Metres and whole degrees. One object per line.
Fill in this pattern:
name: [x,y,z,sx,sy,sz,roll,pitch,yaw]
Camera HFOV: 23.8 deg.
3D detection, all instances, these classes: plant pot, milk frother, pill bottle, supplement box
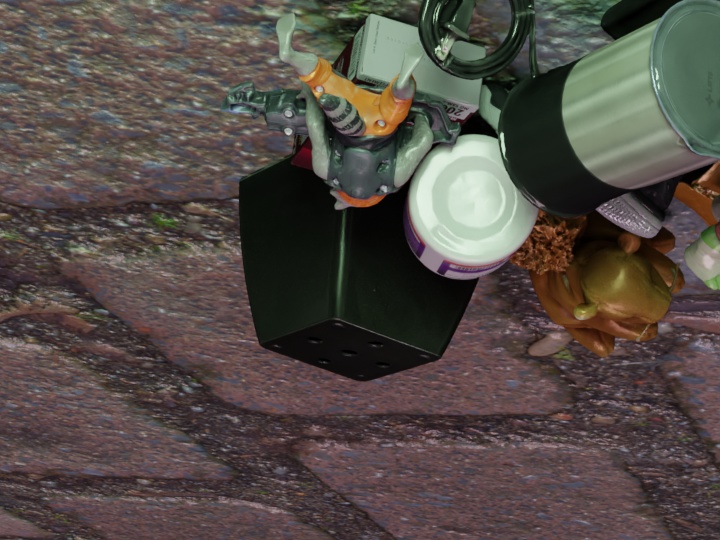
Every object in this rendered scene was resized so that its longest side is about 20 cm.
plant pot: [0.000,0.000,1.683,0.200,0.178,0.199,21,155,-32]
milk frother: [0.166,-0.153,1.246,0.199,0.181,0.188,12,162,-28]
pill bottle: [0.094,-0.051,1.516,0.111,0.112,0.200,8,175,0]
supplement box: [0.020,-0.140,1.482,0.108,0.061,0.200,15,158,-14]

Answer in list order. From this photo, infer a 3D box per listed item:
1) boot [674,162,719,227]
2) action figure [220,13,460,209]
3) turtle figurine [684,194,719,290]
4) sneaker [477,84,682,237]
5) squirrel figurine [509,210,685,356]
boot: [0.333,-0.060,1.586,0.144,0.071,0.201,19,151,-15]
action figure: [-0.026,-0.115,1.356,0.199,0.105,0.194,4,147,11]
turtle figurine: [0.366,-0.057,1.407,0.199,0.144,0.194,6,150,-16]
sneaker: [0.198,-0.124,1.453,0.200,0.114,0.075,38,-175,17]
squirrel figurine: [0.208,-0.009,1.599,0.200,0.142,0.187,37,-172,-3]
